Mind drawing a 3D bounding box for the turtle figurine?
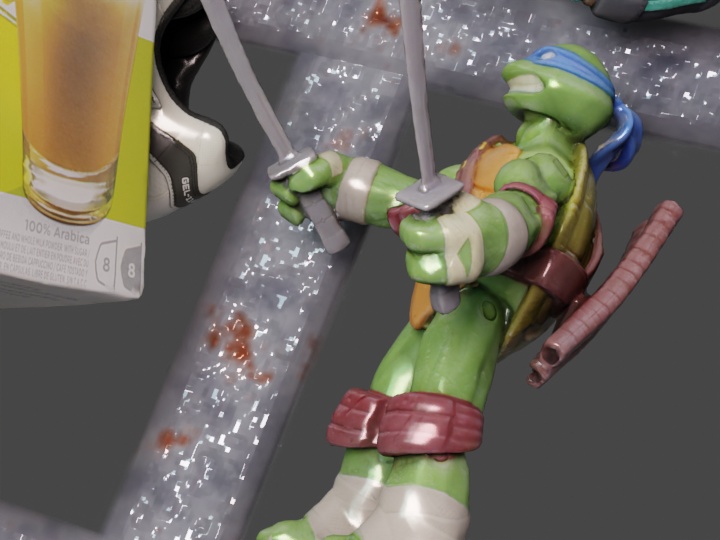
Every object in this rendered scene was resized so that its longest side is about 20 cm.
[{"bbox_3d":[0.000,0.000,0.800,0.144,0.200,0.194,11,82,40],"label":"turtle figurine"}]

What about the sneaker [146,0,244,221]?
[{"bbox_3d":[-0.097,-0.109,0.938,0.088,0.076,0.200,-17,74,7],"label":"sneaker"}]

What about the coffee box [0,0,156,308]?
[{"bbox_3d":[-0.207,-0.095,0.829,0.200,0.200,0.198,-3,80,32],"label":"coffee box"}]

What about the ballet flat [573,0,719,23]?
[{"bbox_3d":[0.109,-0.177,0.887,0.073,0.073,0.200,-9,60,18],"label":"ballet flat"}]
